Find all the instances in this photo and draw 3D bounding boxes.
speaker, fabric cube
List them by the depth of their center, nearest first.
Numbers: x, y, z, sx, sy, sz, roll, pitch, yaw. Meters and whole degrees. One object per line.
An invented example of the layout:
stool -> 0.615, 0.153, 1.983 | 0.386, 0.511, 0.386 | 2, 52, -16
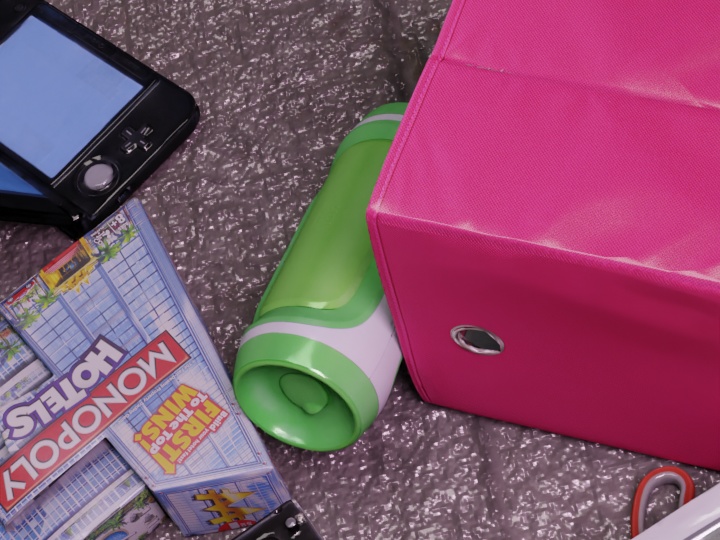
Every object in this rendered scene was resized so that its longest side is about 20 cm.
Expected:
fabric cube -> 0.140, -0.033, 0.893 | 0.198, 0.197, 0.201 | 13, 62, 19
speaker -> 0.000, 0.000, 0.955 | 0.088, 0.089, 0.200 | 10, 49, 19

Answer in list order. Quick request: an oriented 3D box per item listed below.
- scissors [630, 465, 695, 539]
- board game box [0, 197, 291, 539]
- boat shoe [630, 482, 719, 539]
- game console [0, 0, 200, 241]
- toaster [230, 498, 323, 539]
scissors -> 0.170, 0.189, 0.858 | 0.073, 0.014, 0.201 | 0, 60, 11
board game box -> -0.139, 0.091, 0.965 | 0.200, 0.062, 0.200 | -40, 57, -12
boat shoe -> 0.137, 0.167, 0.835 | 0.200, 0.069, 0.057 | -35, 56, 1
game console -> -0.233, -0.113, 1.082 | 0.200, 0.117, 0.176 | 34, 72, 28
toaster -> -0.052, 0.241, 0.815 | 0.200, 0.119, 0.181 | -34, 56, -9
